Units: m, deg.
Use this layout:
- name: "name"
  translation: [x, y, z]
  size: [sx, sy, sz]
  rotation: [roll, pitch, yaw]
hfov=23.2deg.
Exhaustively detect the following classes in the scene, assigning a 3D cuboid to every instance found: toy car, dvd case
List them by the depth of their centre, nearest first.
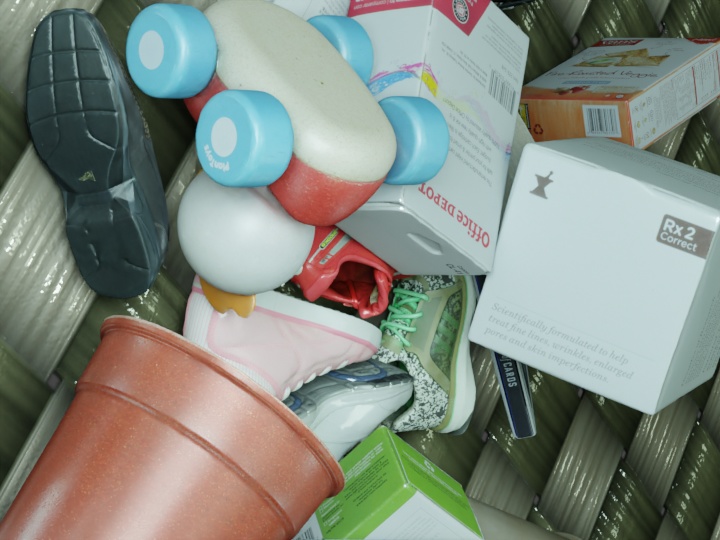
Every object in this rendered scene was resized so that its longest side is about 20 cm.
- name: "toy car"
  translation: [-0.078, -0.063, 1.196]
  size: [0.184, 0.177, 0.201]
  rotation: [-4, 135, -47]
- name: "dvd case"
  translation: [0.120, 0.025, 1.533]
  size: [0.151, 0.025, 0.201]
  rotation: [-91, 168, -50]

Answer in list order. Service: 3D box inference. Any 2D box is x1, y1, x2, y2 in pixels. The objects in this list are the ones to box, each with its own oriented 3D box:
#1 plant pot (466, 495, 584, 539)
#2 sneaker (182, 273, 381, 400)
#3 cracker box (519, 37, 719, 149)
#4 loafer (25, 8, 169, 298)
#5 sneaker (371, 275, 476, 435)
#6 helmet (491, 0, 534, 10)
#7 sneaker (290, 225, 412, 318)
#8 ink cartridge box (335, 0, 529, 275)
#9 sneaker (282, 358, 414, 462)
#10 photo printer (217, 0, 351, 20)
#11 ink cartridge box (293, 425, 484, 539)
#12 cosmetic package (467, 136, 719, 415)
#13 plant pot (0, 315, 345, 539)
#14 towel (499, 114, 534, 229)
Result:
- name: "plant pot"
  translation: [0.106, 0.287, 1.522]
  size: [0.173, 0.199, 0.201]
  rotation: [41, 62, -27]
- name: "sneaker"
  translation: [-0.066, 0.069, 1.337]
  size: [0.200, 0.075, 0.105]
  rotation: [19, 84, -51]
- name: "cracker box"
  translation: [0.245, -0.168, 1.659]
  size: [0.200, 0.133, 0.058]
  rotation: [-32, 119, -46]
- name: "loafer"
  translation: [-0.175, -0.084, 1.186]
  size: [0.072, 0.072, 0.201]
  rotation: [-59, 144, -61]
- name: "sneaker"
  translation: [0.046, 0.051, 1.489]
  size: [0.088, 0.077, 0.202]
  rotation: [-14, 103, -38]
- name: "helmet"
  translation: [0.078, -0.314, 1.375]
  size: [0.200, 0.190, 0.201]
  rotation: [18, 90, -72]
- name: "sneaker"
  translation: [0.000, 0.000, 1.379]
  size: [0.199, 0.077, 0.085]
  rotation: [1, 51, -56]
- name: "ink cartridge box"
  translation: [0.048, -0.113, 1.318]
  size: [0.147, 0.085, 0.201]
  rotation: [35, 62, -51]
- name: "sneaker"
  translation: [-0.034, 0.123, 1.401]
  size: [0.199, 0.074, 0.088]
  rotation: [-19, 121, -43]
- name: "photo printer"
  translation: [-0.045, -0.164, 1.331]
  size: [0.167, 0.069, 0.201]
  rotation: [50, 57, -44]
- name: "ink cartridge box"
  translation: [0.038, 0.239, 1.400]
  size: [0.148, 0.076, 0.200]
  rotation: [-42, 125, 13]
- name: "cosmetic package"
  translation: [0.211, -0.003, 1.397]
  size: [0.200, 0.164, 0.166]
  rotation: [-13, 121, -64]
- name: "plant pot"
  translation: [-0.144, 0.169, 1.163]
  size: [0.196, 0.200, 0.201]
  rotation: [-56, 135, -20]
- name: "towel"
  translation: [0.089, -0.116, 1.472]
  size: [0.132, 0.034, 0.201]
  rotation: [-21, 79, -51]
